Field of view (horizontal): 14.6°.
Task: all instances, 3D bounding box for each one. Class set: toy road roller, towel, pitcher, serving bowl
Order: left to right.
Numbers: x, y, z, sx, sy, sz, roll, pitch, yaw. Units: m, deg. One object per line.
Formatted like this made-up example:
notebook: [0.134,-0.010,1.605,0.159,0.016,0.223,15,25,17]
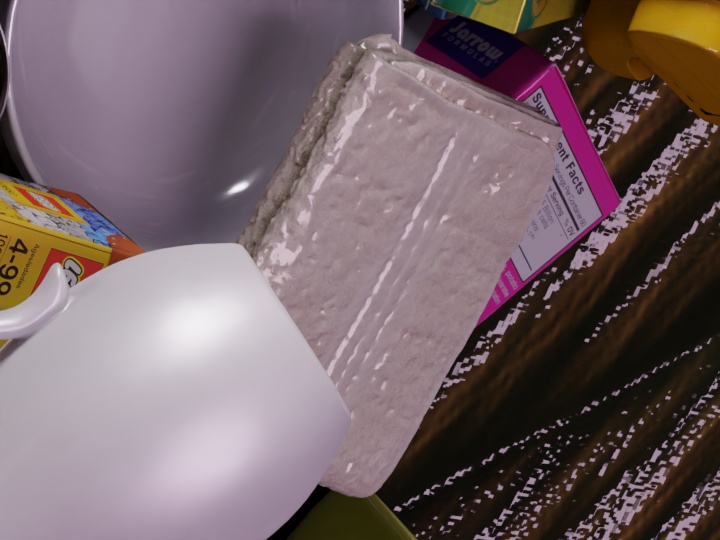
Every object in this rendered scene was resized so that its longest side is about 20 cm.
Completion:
pitcher: [-0.119,0.057,1.065,0.200,0.121,0.172,-32,114,-3]
serving bowl: [-0.080,-0.104,1.231,0.199,0.066,0.201,-11,111,-31]
towel: [0.000,0.000,1.250,0.132,0.034,0.201,22,101,-39]
toy road roller: [0.155,-0.129,1.220,0.200,0.146,0.123,35,74,-54]

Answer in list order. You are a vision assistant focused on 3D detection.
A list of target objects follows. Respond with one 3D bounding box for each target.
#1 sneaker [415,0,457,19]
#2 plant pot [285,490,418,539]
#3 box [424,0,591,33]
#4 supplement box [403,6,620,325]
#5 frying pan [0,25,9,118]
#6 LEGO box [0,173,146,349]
sneaker: [0.062,-0.210,1.279,0.082,0.073,0.201,-12,124,-34]
plant pot: [0.017,0.261,1.453,0.181,0.199,0.200,-40,134,-2]
box: [0.091,-0.173,1.257,0.200,0.048,0.118,-22,131,-61]
supplement box: [0.009,-0.022,1.333,0.200,0.101,0.104,-39,131,-12]
frying pan: [-0.223,-0.117,1.143,0.190,0.031,0.115,44,117,-12]
LEGO box: [-0.197,0.052,1.125,0.149,0.077,0.201,17,103,-40]
